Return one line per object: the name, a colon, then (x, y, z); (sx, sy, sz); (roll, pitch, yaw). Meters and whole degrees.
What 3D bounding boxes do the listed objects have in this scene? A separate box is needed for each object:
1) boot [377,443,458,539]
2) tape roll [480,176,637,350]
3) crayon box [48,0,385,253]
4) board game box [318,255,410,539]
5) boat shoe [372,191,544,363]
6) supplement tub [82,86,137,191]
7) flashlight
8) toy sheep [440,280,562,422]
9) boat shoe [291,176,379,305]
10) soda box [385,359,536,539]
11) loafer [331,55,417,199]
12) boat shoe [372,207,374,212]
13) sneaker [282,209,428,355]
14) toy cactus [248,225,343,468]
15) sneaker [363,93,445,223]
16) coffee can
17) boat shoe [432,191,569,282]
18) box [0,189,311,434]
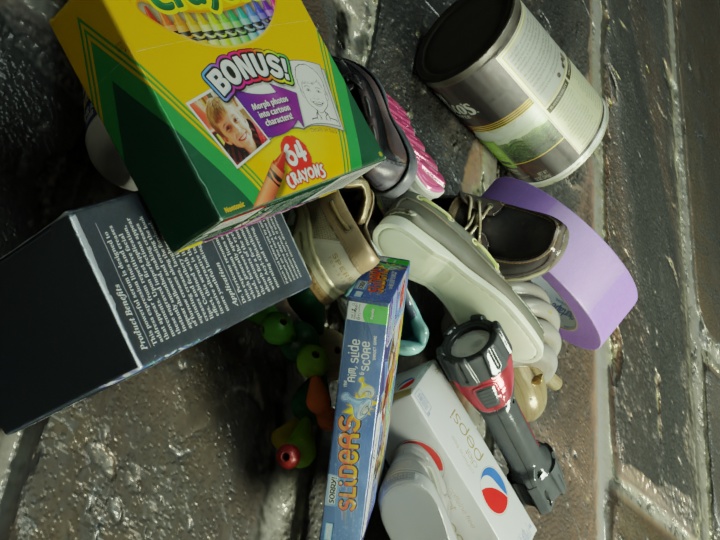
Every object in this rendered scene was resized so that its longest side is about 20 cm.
boot: (0.069, 0.253, 1.071); (0.096, 0.072, 0.203); (-64, 141, -72)
tape roll: (0.197, -0.007, 1.286); (0.066, 0.200, 0.200); (-46, 114, -9)
crayon box: (-0.090, -0.123, 0.835); (0.199, 0.058, 0.174); (-26, 88, -54)
board game box: (0.005, 0.102, 0.974); (0.135, 0.034, 0.203); (-58, 155, -74)
boat shoe: (0.102, 0.006, 1.135); (0.201, 0.072, 0.061); (41, 50, -9)
supplement tub: (-0.152, -0.179, 0.966); (0.143, 0.143, 0.203); (17, 57, -47)
flashlight: (0.138, 0.136, 1.143); (0.068, 0.068, 0.201); (-43, 124, -20)
toy sheep: (0.143, 0.063, 1.237); (0.137, 0.137, 0.202); (21, 40, -45)
boat shoe: (-0.018, -0.052, 0.970); (0.071, 0.064, 0.201); (50, 18, -35)
soda box: (0.083, 0.189, 1.127); (0.202, 0.068, 0.064); (59, 35, -10)
loafer: (-0.011, -0.151, 1.151); (0.063, 0.072, 0.201); (23, 26, -45)
boat shoe: (-0.061, -0.085, 1.100); (0.199, 0.072, 0.065); (21, 20, -50)
sneaker: (0.000, 0.000, 1.077); (0.078, 0.086, 0.200); (-47, 122, -9)
toy cactus: (-0.050, 0.071, 1.022); (0.165, 0.101, 0.203); (32, 42, -65)
sneaker: (0.010, -0.122, 1.214); (0.073, 0.087, 0.201); (27, 27, -46)
coffee can: (0.181, -0.216, 1.426); (0.200, 0.145, 0.148); (41, 42, -31)
boat shoe: (0.108, -0.036, 1.179); (0.073, 0.198, 0.076); (30, 71, -47)
box: (-0.157, 0.013, 0.844); (0.199, 0.147, 0.108); (-26, 90, -55)
